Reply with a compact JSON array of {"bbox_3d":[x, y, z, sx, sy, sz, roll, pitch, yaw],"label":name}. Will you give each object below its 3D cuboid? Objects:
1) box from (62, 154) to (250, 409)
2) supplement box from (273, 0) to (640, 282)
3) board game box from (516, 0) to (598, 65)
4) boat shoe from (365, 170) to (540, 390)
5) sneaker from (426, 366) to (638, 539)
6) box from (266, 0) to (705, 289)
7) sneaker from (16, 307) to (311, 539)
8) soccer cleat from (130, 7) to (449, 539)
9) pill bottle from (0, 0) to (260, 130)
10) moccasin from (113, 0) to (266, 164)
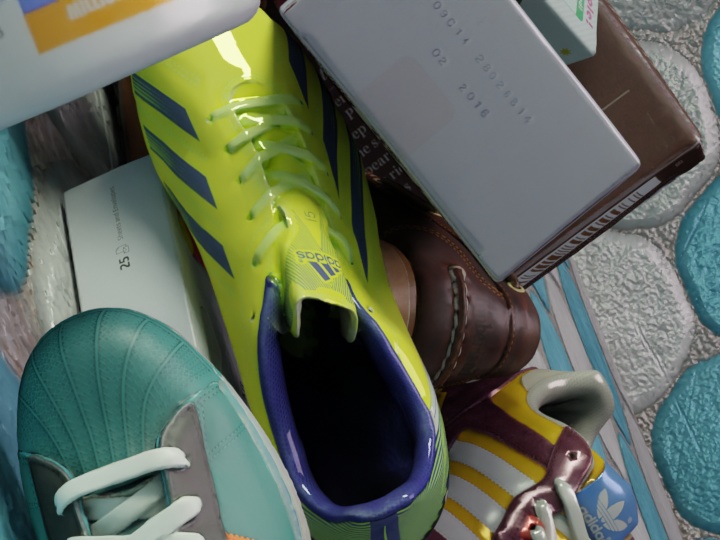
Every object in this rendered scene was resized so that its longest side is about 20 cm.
[{"bbox_3d":[-0.033,0.081,0.827,0.200,0.041,0.157,60,12,-49],"label":"box"},{"bbox_3d":[0.024,-0.069,0.815,0.109,0.061,0.200,51,3,-9],"label":"supplement box"},{"bbox_3d":[0.023,-0.189,0.960,0.200,0.064,0.148,42,44,-36],"label":"board game box"},{"bbox_3d":[0.000,0.000,0.923,0.200,0.070,0.071,-139,-123,-60],"label":"boat shoe"},{"bbox_3d":[0.050,0.099,0.829,0.201,0.090,0.075,-87,156,-54],"label":"sneaker"},{"bbox_3d":[0.044,-0.089,1.155,0.201,0.166,0.164,55,8,5],"label":"box"},{"bbox_3d":[-0.043,0.103,0.616,0.080,0.071,0.201,33,37,-82],"label":"sneaker"},{"bbox_3d":[-0.020,-0.006,0.750,0.084,0.064,0.201,97,-27,-77],"label":"soccer cleat"},{"bbox_3d":[-0.112,-0.140,0.637,0.112,0.111,0.201,-65,133,-78],"label":"pill bottle"},{"bbox_3d":[-0.065,-0.103,0.940,0.074,0.077,0.202,54,17,-49],"label":"moccasin"}]
